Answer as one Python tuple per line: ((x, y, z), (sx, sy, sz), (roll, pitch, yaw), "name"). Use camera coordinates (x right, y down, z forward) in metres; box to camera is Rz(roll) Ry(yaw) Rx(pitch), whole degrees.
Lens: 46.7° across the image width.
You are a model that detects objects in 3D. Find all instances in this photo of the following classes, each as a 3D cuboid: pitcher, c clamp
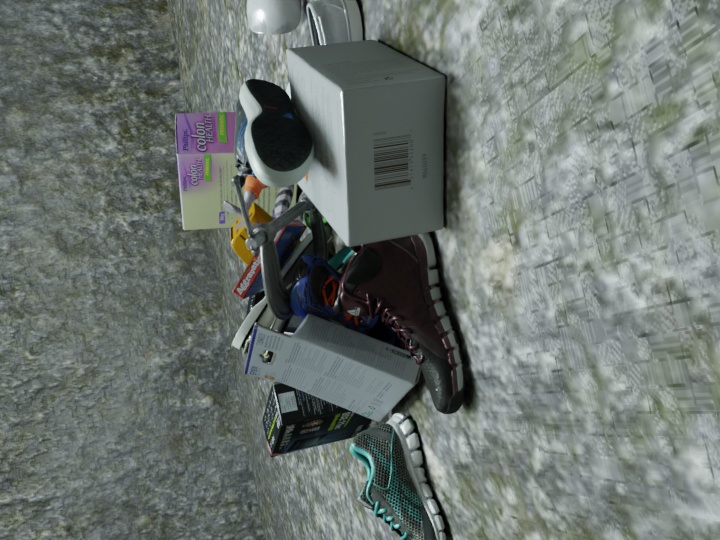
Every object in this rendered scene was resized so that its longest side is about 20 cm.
((-0.128, -0.458, 1.142), (0.201, 0.118, 0.175), (84, -177, -58), "pitcher")
((-0.080, -0.038, 0.965), (0.200, 0.026, 0.175), (-37, -59, -65), "c clamp")

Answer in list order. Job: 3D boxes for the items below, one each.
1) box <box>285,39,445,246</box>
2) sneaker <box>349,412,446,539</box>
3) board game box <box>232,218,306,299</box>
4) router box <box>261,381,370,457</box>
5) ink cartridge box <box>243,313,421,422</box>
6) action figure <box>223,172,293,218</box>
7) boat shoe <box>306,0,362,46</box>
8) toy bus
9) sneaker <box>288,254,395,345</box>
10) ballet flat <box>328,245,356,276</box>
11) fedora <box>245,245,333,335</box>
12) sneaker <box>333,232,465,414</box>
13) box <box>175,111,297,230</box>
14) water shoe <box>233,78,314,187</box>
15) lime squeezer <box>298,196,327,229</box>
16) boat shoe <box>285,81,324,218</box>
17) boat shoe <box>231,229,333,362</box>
((0.001, -0.140, 0.858), (0.200, 0.104, 0.155), (-128, 31, -58), "box")
((0.041, 0.278, 1.002), (0.078, 0.089, 0.203), (105, 151, -58), "sneaker")
((-0.114, -0.019, 1.089), (0.104, 0.019, 0.200), (-58, -1, 4), "board game box")
((-0.059, 0.204, 1.205), (0.201, 0.147, 0.063), (113, 143, -63), "router box")
((-0.040, 0.115, 1.021), (0.200, 0.196, 0.041), (119, 171, -65), "ink cartridge box")
((-0.123, -0.143, 1.220), (0.200, 0.104, 0.195), (-42, 12, 43), "action figure")
((-0.031, -0.220, 0.994), (0.072, 0.067, 0.204), (-128, 32, -59), "boat shoe")
((-0.112, -0.007, 1.274), (0.199, 0.078, 0.065), (40, -170, -22), "toy bus")
((-0.017, 0.040, 0.988), (0.200, 0.077, 0.077), (43, -122, -52), "sneaker")
((0.000, 0.000, 1.039), (0.064, 0.067, 0.200), (50, 168, -5), "ballet flat")
((-0.071, 0.064, 1.194), (0.197, 0.091, 0.205), (-16, 63, 33), "fedora")
((0.032, 0.054, 0.851), (0.076, 0.113, 0.204), (127, 132, -69), "sneaker")
((-0.206, -0.167, 1.397), (0.178, 0.195, 0.098), (100, 162, -51), "box")
((-0.094, -0.125, 0.867), (0.202, 0.070, 0.080), (-105, 30, -53), "water shoe")
((-0.072, -0.106, 1.271), (0.201, 0.037, 0.072), (-117, 23, -50), "lime squeezer")
((-0.047, -0.162, 1.114), (0.071, 0.071, 0.204), (35, 144, 56), "boat shoe")
((-0.093, 0.032, 1.122), (0.060, 0.204, 0.072), (34, 175, 1), "boat shoe")
